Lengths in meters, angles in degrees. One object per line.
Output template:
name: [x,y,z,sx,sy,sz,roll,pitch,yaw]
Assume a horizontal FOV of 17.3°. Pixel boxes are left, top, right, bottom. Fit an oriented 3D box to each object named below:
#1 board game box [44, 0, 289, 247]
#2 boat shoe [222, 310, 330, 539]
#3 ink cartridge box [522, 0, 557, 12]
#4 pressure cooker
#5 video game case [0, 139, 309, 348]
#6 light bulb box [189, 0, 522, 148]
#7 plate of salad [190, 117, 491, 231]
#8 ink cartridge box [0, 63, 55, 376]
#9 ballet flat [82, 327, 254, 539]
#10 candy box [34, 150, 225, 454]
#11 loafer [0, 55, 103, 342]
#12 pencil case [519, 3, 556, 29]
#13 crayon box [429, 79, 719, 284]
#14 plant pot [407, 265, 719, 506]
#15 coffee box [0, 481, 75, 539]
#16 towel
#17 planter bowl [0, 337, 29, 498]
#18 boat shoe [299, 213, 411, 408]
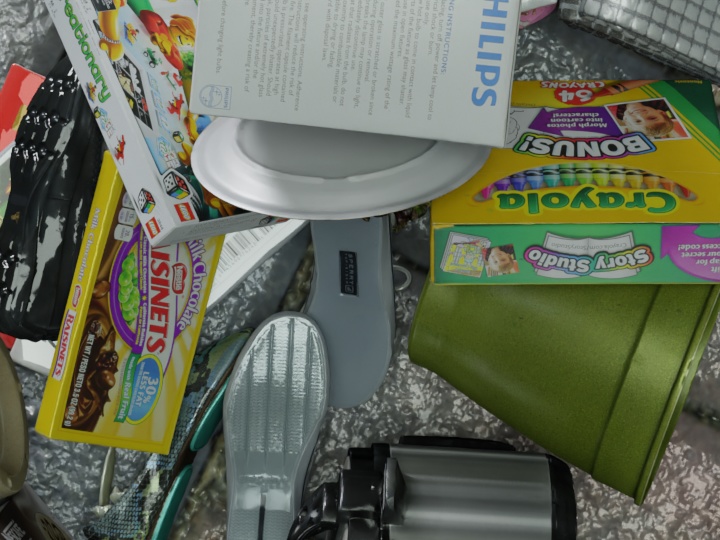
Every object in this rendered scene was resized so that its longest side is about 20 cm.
board game box: [-0.127,-0.119,1.620,0.035,0.126,0.200,-35,74,43]
boat shoe: [-0.068,0.121,1.699,0.073,0.067,0.200,11,101,-5]
ink cartridge box: [0.022,-0.247,1.639,0.200,0.044,0.174,-15,107,5]
pressure cooker: [0.046,0.206,1.658,0.200,0.179,0.176,3,96,-2]
video game case: [-0.167,-0.039,1.676,0.200,0.022,0.182,-41,95,2]
light bulb box: [-0.001,-0.172,1.536,0.200,0.198,0.125,6,109,-2]
plate of salad: [-0.012,-0.074,1.566,0.200,0.200,0.048,-4,120,0]
ink cartridge box: [-0.210,-0.026,1.709,0.176,0.045,0.200,23,92,-3]
ballet flat: [-0.142,0.121,1.708,0.074,0.074,0.200,26,91,-2]
candy box: [-0.154,0.024,1.634,0.102,0.026,0.200,11,95,-39]
loafer: [-0.206,-0.049,1.636,0.070,0.068,0.201,13,91,-38]
pencil case: [0.048,-0.170,1.686,0.200,0.083,0.087,-39,128,1]
crayon box: [0.146,-0.062,1.600,0.200,0.173,0.058,-1,126,1]
plant pot: [0.142,0.038,1.657,0.193,0.200,0.201,21,93,10]
coffee box: [-0.239,0.226,1.644,0.080,0.200,0.113,-39,93,1]
towel: [0.248,-0.218,1.663,0.200,0.086,0.166,20,85,-24]
planter bowl: [-0.308,0.106,1.630,0.135,0.200,0.200,-11,93,7]
boat shoe: [-0.005,-0.001,1.697,0.075,0.086,0.202,7,123,13]
